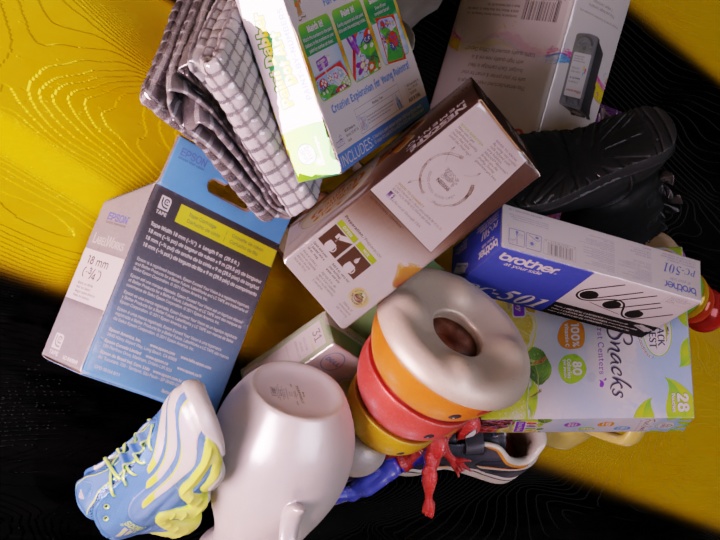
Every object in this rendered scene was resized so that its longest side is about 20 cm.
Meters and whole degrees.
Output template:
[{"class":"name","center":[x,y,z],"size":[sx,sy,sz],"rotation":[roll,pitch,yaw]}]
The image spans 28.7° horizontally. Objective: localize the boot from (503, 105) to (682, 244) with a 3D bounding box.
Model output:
[{"class":"boot","center":[0.194,-0.064,1.261],"size":[0.198,0.074,0.163],"rotation":[-18,153,-4]}]

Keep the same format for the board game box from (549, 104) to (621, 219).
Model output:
[{"class":"board game box","center":[0.225,-0.081,1.469],"size":[0.120,0.032,0.201],"rotation":[11,81,-40]}]

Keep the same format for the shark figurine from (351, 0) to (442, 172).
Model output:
[{"class":"shark figurine","center":[0.018,-0.177,1.245],"size":[0.128,0.089,0.215],"rotation":[21,84,-42]}]

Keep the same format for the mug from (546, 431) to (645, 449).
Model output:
[{"class":"mug","center":[0.209,0.103,1.441],"size":[0.149,0.187,0.154],"rotation":[19,98,-10]}]

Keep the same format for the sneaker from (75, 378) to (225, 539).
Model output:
[{"class":"sneaker","center":[-0.171,0.165,1.123],"size":[0.105,0.076,0.200],"rotation":[-13,144,-23]}]

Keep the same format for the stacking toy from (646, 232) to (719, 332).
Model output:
[{"class":"stacking toy","center":[0.372,0.024,1.629],"size":[0.200,0.085,0.086],"rotation":[27,82,-47]}]

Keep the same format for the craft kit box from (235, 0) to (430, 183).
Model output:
[{"class":"craft kit box","center":[-0.024,-0.192,1.110],"size":[0.200,0.048,0.198],"rotation":[-41,118,-60]}]

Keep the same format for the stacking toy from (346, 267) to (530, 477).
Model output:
[{"class":"stacking toy","center":[0.038,0.109,1.200],"size":[0.146,0.146,0.200],"rotation":[-3,141,-42]}]

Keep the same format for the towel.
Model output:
[{"class":"towel","center":[-0.083,-0.155,1.119],"size":[0.166,0.085,0.200],"rotation":[54,36,-38]}]

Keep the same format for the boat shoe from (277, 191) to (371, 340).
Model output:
[{"class":"boat shoe","center":[0.001,0.004,1.266],"size":[0.075,0.075,0.202],"rotation":[-30,132,17]}]

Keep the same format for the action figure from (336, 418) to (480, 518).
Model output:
[{"class":"action figure","center":[0.033,0.200,1.301],"size":[0.200,0.065,0.099],"rotation":[-30,116,7]}]

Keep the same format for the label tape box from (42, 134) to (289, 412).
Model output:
[{"class":"label tape box","center":[-0.152,0.004,1.149],"size":[0.144,0.063,0.201],"rotation":[27,81,-44]}]

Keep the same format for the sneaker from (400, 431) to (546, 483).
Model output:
[{"class":"sneaker","center":[0.091,0.157,1.372],"size":[0.199,0.079,0.079],"rotation":[10,55,-29]}]

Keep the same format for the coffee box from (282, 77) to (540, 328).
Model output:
[{"class":"coffee box","center":[0.039,-0.057,1.136],"size":[0.200,0.114,0.080],"rotation":[-38,104,12]}]

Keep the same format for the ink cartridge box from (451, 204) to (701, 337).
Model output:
[{"class":"ink cartridge box","center":[0.188,0.004,1.228],"size":[0.199,0.094,0.044],"rotation":[15,62,-19]}]

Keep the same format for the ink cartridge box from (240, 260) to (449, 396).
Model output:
[{"class":"ink cartridge box","center":[0.013,0.078,1.256],"size":[0.200,0.048,0.145],"rotation":[-35,136,19]}]

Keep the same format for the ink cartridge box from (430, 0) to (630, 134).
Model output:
[{"class":"ink cartridge box","center":[0.157,-0.199,1.323],"size":[0.085,0.147,0.201],"rotation":[13,94,-43]}]

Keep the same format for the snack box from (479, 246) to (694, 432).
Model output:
[{"class":"snack box","center":[0.208,0.066,1.332],"size":[0.068,0.199,0.169],"rotation":[87,2,-72]}]

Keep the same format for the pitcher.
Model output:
[{"class":"pitcher","center":[-0.068,0.194,1.167],"size":[0.121,0.172,0.201],"rotation":[4,121,-23]}]
